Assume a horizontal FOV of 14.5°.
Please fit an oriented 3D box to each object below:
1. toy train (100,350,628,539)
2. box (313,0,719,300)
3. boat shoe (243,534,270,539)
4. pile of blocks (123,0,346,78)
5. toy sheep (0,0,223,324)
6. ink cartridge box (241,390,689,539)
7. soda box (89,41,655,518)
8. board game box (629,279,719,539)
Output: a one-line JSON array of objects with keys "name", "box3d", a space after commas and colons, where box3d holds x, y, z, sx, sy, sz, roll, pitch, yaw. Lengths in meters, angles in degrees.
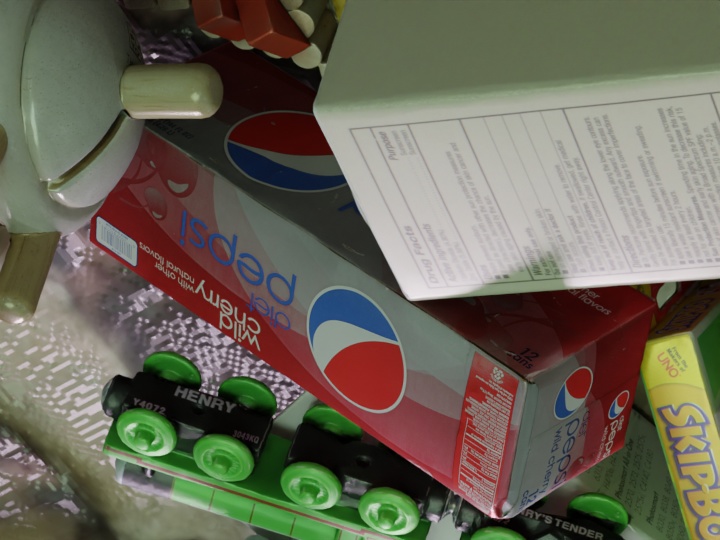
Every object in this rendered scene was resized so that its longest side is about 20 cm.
[{"name": "toy train", "box3d": [0.001, 0.082, 1.002, 0.199, 0.042, 0.056, 18, 136, 4]}, {"name": "box", "box3d": [0.097, -0.053, 0.847, 0.199, 0.078, 0.095, -3, 138, 22]}, {"name": "boat shoe", "box3d": [-0.025, 0.183, 1.089, 0.071, 0.091, 0.200, 25, 161, 35]}, {"name": "pile of blocks", "box3d": [-0.048, -0.115, 0.950, 0.200, 0.062, 0.082, 26, 126, -3]}, {"name": "toy sheep", "box3d": [-0.139, -0.053, 0.926, 0.199, 0.138, 0.138, 4, 124, 17]}, {"name": "ink cartridge box", "box3d": [0.055, 0.094, 1.059, 0.200, 0.067, 0.116, 40, 124, -12]}, {"name": "soda box", "box3d": [0.000, 0.000, 0.957, 0.200, 0.070, 0.064, 34, 132, 30]}, {"name": "board game box", "box3d": [0.138, 0.088, 0.981, 0.030, 0.096, 0.201, -16, 98, 24]}]
